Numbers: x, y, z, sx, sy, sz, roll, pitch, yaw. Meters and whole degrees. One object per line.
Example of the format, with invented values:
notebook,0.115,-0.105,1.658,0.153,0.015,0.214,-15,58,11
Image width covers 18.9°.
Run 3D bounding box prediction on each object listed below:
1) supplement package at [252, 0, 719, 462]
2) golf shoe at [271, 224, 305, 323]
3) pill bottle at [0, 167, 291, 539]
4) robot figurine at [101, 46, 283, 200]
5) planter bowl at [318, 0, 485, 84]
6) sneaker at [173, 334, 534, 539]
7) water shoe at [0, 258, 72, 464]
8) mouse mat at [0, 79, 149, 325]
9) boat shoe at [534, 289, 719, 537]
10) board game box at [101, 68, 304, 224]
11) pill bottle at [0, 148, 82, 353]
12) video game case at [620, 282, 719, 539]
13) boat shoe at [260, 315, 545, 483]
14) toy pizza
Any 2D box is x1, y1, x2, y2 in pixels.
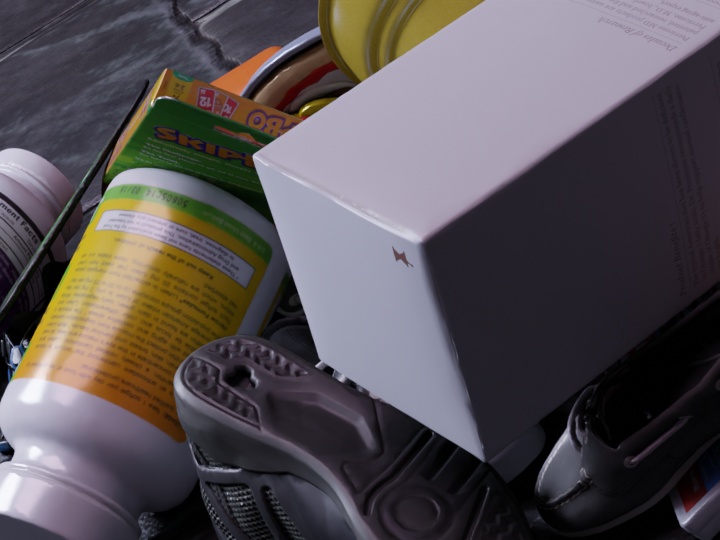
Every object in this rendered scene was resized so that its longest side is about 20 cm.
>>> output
supplement package,0.076,-0.037,0.914,0.200,0.117,0.117,-35,39,-23
golf shoe,0.000,0.000,1.213,0.200,0.077,0.088,-20,42,36
pill bottle,-0.122,0.057,1.138,0.111,0.111,0.201,-1,57,47
robot figurine,-0.074,-0.059,1.335,0.200,0.117,0.144,-32,30,-4
planter bowl,0.085,-0.114,1.047,0.200,0.200,0.084,-25,57,12
sneaker,0.000,0.117,0.989,0.199,0.115,0.076,27,51,29
water shoe,-0.191,0.066,1.273,0.071,0.079,0.200,-19,27,25
mouse mat,-0.176,-0.031,1.288,0.161,0.008,0.200,-59,8,-11
boat shoe,0.131,0.046,0.905,0.200,0.057,0.067,-38,29,40
board game box,-0.074,-0.059,1.129,0.200,0.095,0.030,154,135,-75
pill bottle,-0.270,0.008,1.429,0.112,0.113,0.200,-7,34,41
video game case,0.194,0.005,0.929,0.200,0.017,0.143,-48,24,20
boat shoe,0.013,0.058,1.072,0.074,0.068,0.199,-38,26,-16
toy pizza,0.030,-0.087,1.185,0.200,0.200,0.032,-21,65,20
